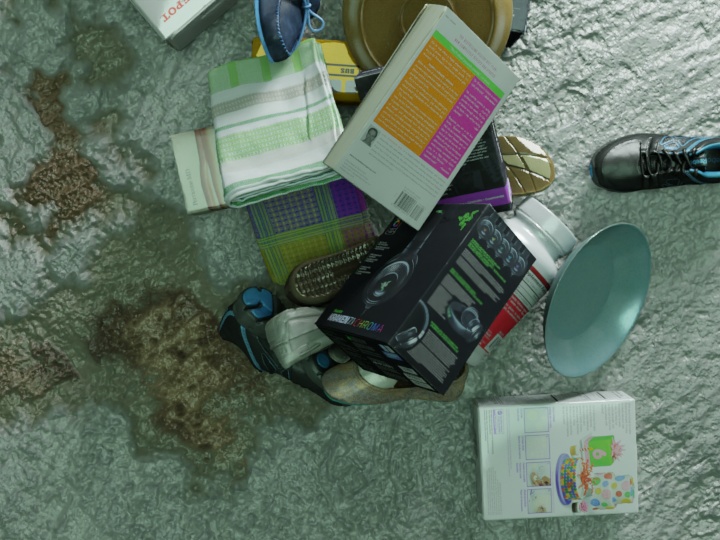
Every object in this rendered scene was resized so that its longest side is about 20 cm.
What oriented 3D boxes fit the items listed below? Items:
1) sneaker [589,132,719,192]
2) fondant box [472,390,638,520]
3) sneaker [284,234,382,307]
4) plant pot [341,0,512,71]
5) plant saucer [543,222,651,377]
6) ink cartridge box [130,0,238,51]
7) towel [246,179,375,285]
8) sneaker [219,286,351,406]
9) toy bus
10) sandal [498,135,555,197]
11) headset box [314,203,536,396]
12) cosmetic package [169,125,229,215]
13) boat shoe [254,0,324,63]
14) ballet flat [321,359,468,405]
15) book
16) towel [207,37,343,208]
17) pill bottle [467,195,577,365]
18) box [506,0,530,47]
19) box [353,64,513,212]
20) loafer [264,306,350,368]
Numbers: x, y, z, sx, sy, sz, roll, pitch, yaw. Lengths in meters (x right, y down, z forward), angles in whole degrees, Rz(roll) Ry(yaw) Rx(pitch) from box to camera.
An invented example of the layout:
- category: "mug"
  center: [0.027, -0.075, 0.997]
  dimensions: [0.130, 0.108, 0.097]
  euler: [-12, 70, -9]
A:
- category: "sneaker"
  center: [0.386, -0.139, 1.101]
  dimensions: [0.198, 0.082, 0.074]
  euler: [-7, 95, 2]
- category: "fondant box"
  center: [0.247, 0.234, 1.133]
  dimensions: [0.198, 0.058, 0.146]
  euler: [-3, 93, 1]
- category: "sneaker"
  center: [0.000, 0.000, 1.103]
  dimensions: [0.199, 0.076, 0.071]
  euler: [-9, 82, -19]
- category: "plant pot"
  center: [0.076, -0.291, 1.022]
  dimensions: [0.198, 0.028, 0.201]
  euler: [2, 117, 4]
- category: "plant saucer"
  center: [0.281, 0.032, 1.092]
  dimensions: [0.200, 0.039, 0.202]
  euler: [-20, 122, -34]
- category: "ink cartridge box"
  center: [-0.240, -0.394, 1.088]
  dimensions: [0.146, 0.084, 0.200]
  euler: [-39, 93, 1]
- category: "towel"
  center: [-0.062, -0.066, 1.078]
  dimensions: [0.143, 0.023, 0.201]
  euler: [-14, 134, 2]
- category: "sneaker"
  center: [-0.087, 0.104, 1.124]
  dimensions: [0.200, 0.073, 0.082]
  euler: [42, 128, -10]
- category: "toy bus"
  center: [-0.034, -0.248, 1.106]
  dimensions: [0.198, 0.065, 0.079]
  euler: [3, 95, 0]
- category: "sandal"
  center: [0.144, -0.117, 1.119]
  dimensions: [0.198, 0.054, 0.081]
  euler: [-9, 74, 16]
- category: "headset box"
  center: [0.073, 0.019, 0.986]
  dimensions: [0.093, 0.174, 0.200]
  euler: [44, 74, -24]
- category: "cosmetic package"
  center: [-0.122, -0.138, 1.100]
  dimensions: [0.198, 0.087, 0.104]
  euler: [-14, 94, 1]
- category: "boat shoe"
  center: [-0.080, -0.326, 1.045]
  dimensions: [0.068, 0.084, 0.201]
  euler: [-7, 54, 12]
- category: "ballet flat"
  center: [0.048, 0.123, 1.090]
  dimensions: [0.199, 0.068, 0.067]
  euler: [2, 135, -31]
- category: "book"
  center: [0.069, -0.160, 0.952]
  dimensions: [0.133, 0.048, 0.201]
  euler: [33, 93, -31]
- category: "towel"
  center: [-0.098, -0.174, 1.013]
  dimensions: [0.148, 0.031, 0.201]
  euler: [-15, 60, 2]
- category: "pill bottle"
  center: [0.168, 0.010, 1.094]
  dimensions: [0.112, 0.112, 0.200]
  euler: [43, 92, -2]
- category: "box"
  center: [0.112, -0.385, 1.078]
  dimensions: [0.198, 0.104, 0.184]
  euler: [10, 95, -1]
- category: "box"
  center: [0.089, -0.153, 1.046]
  dimensions: [0.142, 0.036, 0.201]
  euler: [-10, 116, 19]
- category: "loafer"
  center: [-0.024, 0.078, 1.080]
  dimensions: [0.199, 0.070, 0.070]
  euler: [-8, 73, -36]
